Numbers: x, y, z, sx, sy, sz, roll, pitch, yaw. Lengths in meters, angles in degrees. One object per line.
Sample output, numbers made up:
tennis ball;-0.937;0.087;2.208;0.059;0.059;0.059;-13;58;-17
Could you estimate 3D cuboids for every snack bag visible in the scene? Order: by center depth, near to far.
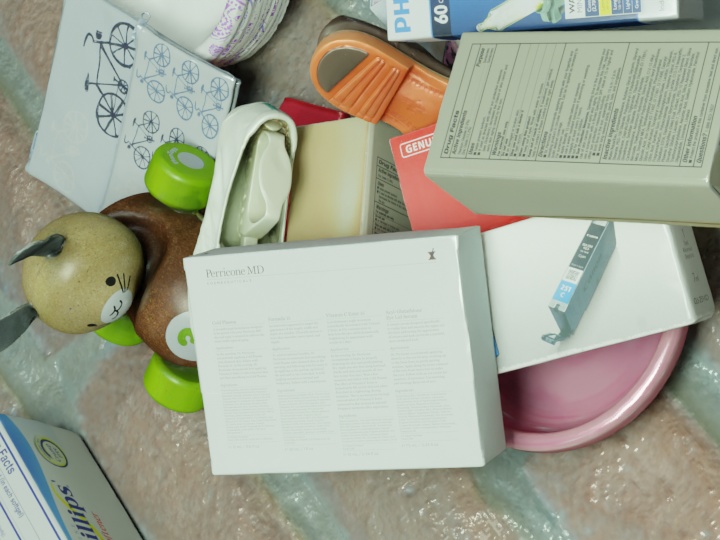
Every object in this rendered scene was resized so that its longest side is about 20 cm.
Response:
snack bag;-0.187;-0.115;1.538;0.200;0.021;0.189;34;123;27

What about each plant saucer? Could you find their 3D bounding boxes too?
plant saucer;0.138;0.027;1.321;0.200;0.051;0.201;-10;71;31

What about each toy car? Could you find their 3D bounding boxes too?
toy car;-0.186;0.013;1.421;0.158;0.200;0.165;44;123;29

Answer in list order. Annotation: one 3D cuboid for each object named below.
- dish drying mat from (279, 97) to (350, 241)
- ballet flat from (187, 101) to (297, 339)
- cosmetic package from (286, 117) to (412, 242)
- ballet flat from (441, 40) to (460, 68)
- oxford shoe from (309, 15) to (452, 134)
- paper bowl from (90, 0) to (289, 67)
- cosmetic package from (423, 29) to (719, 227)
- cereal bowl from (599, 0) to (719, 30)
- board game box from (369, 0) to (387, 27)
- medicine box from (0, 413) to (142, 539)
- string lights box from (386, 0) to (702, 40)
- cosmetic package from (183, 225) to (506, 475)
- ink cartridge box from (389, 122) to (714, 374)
dish drying mat;-0.068;-0.034;1.499;0.077;0.018;0.200;19;89;39
ballet flat;-0.079;-0.022;1.359;0.069;0.069;0.201;3;84;35
cosmetic package;0.000;0.000;1.390;0.071;0.105;0.201;-5;72;33
ballet flat;0.120;-0.202;1.387;0.200;0.071;0.069;-39;59;19
oxford shoe;0.059;-0.120;1.359;0.071;0.200;0.073;-49;17;29
paper bowl;-0.132;-0.259;1.529;0.200;0.104;0.201;13;111;37
cosmetic package;0.149;-0.088;1.191;0.200;0.073;0.104;5;72;38
cereal bowl;0.227;-0.159;1.294;0.200;0.083;0.201;-10;71;31
board game box;0.097;-0.282;1.395;0.199;0.041;0.200;-28;36;25
medicine box;-0.275;0.248;1.504;0.200;0.103;0.182;-46;56;14
string lights box;0.117;-0.207;1.257;0.199;0.059;0.103;-2;95;26
cosmetic package;-0.011;0.054;1.279;0.199;0.052;0.151;-4;99;23
ink cartridge box;0.113;-0.029;1.266;0.200;0.045;0.177;-17;86;29
